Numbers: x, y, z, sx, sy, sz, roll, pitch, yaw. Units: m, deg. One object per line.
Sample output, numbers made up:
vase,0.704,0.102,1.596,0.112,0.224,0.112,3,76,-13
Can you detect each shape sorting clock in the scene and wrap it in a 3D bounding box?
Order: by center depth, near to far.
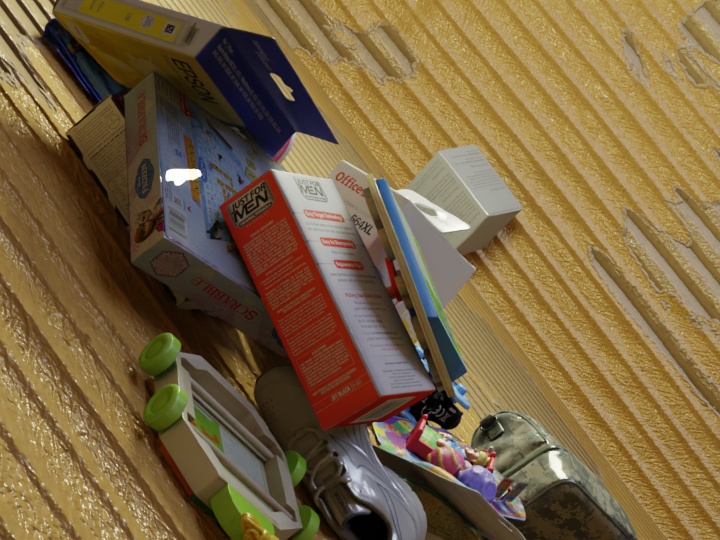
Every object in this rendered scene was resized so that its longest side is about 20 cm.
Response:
shape sorting clock,0.039,0.014,1.164,0.200,0.039,0.201,-23,90,-85

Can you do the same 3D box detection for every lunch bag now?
lunch bag,-0.240,-0.205,1.441,0.200,0.094,0.151,42,11,0
lunch bag,0.222,0.274,1.647,0.200,0.139,0.168,44,18,-33

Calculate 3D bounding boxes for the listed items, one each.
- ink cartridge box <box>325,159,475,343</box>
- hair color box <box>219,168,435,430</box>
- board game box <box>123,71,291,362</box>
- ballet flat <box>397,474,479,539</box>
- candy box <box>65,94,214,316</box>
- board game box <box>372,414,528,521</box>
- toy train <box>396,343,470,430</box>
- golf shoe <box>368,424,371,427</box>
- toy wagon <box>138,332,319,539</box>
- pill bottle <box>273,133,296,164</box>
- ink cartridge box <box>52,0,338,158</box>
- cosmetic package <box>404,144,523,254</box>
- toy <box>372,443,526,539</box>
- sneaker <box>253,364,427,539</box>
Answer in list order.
ink cartridge box,0.000,0.000,1.333,0.125,0.200,0.128,43,-5,-40
hair color box,-0.026,0.022,1.096,0.101,0.061,0.201,4,57,-61
board game box,-0.110,-0.041,1.148,0.199,0.041,0.201,36,30,-37
ballet flat,0.081,0.265,1.250,0.200,0.071,0.071,45,10,-25
candy box,-0.165,-0.054,1.244,0.200,0.061,0.136,55,11,17
board game box,0.105,0.198,1.493,0.200,0.039,0.158,21,20,-43
toy train,0.050,0.119,1.590,0.200,0.087,0.114,42,7,-48
golf shoe,-0.005,0.092,1.230,0.092,0.075,0.200,54,-26,12
toy wagon,-0.091,0.133,0.951,0.155,0.040,0.200,47,11,-27
pill bottle,-0.171,-0.199,1.633,0.200,0.113,0.114,40,14,-52
ink cartridge box,-0.137,-0.164,1.188,0.199,0.047,0.198,23,-13,22
cosmetic package,0.235,-0.162,3.236,0.166,0.167,0.200,-15,64,-52
toy,0.082,0.193,1.265,0.200,0.047,0.115,11,-30,52
sneaker,-0.017,0.161,1.124,0.200,0.074,0.087,50,15,-3
